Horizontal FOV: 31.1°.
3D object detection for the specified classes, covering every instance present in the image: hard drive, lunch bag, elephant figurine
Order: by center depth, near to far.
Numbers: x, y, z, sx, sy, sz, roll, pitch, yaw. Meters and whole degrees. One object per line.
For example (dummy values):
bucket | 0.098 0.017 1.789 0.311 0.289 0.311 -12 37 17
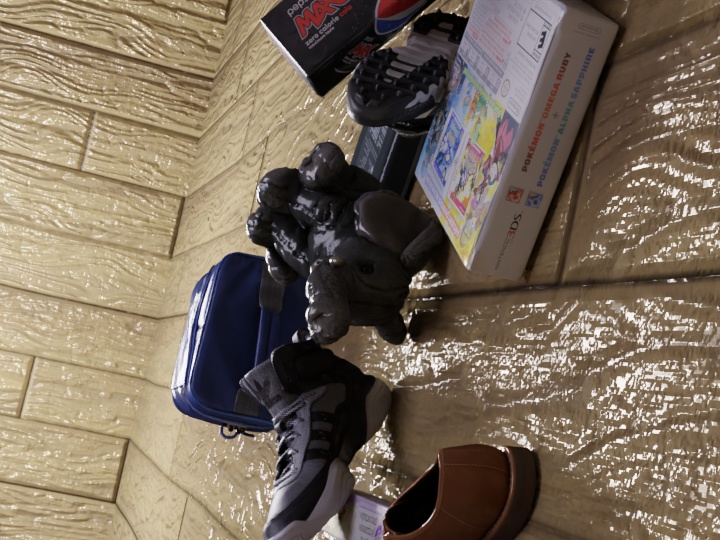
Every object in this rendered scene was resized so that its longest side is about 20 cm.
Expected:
elephant figurine | 0.000 0.000 1.057 0.200 0.155 0.142 48 164 43
hard drive | 0.015 -0.089 1.242 0.140 0.033 0.201 -108 35 -64
lunch bag | -0.123 0.086 1.400 0.132 0.135 0.201 143 138 -69

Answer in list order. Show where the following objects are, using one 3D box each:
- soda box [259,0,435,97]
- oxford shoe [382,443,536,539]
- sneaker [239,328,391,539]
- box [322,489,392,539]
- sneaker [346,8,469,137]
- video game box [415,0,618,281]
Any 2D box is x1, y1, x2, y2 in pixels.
soda box | 0.017 -0.238 1.074 0.200 0.071 0.063 -41 -13 1
oxford shoe | 0.040 0.177 0.828 0.071 0.071 0.200 -97 23 -50
sneaker | -0.055 0.131 1.030 0.075 0.114 0.200 -40 12 40
box | 0.008 0.194 0.992 0.200 0.041 0.039 168 115 -73
sneaker | 0.042 -0.141 1.049 0.200 0.066 0.091 -49 -26 -55
video game box | 0.102 -0.114 0.910 0.200 0.047 0.183 -108 37 -65
